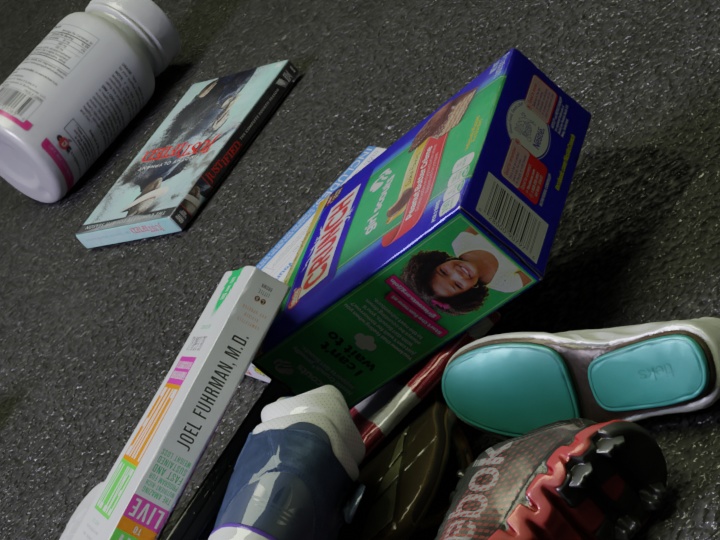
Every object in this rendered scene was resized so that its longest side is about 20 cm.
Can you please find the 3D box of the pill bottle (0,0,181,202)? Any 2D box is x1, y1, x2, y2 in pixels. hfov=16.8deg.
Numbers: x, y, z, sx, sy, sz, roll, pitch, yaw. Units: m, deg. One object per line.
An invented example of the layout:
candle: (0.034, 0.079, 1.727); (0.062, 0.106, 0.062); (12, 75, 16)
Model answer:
pill bottle: (-0.266, -0.171, 2.306); (0.200, 0.113, 0.113); (-50, 26, -22)

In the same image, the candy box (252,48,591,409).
candy box: (0.038, -0.020, 1.518); (0.200, 0.077, 0.169); (-38, 20, 37)

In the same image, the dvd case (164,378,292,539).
dvd case: (-0.098, 0.153, 1.504); (0.143, 0.017, 0.200); (-57, -2, -22)

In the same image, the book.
book: (-0.105, 0.095, 1.464); (0.201, 0.048, 0.134); (-62, 6, -6)

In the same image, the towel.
towel: (0.001, 0.090, 1.529); (0.200, 0.023, 0.144); (-45, 7, -4)

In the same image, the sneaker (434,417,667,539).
sneaker: (0.073, 0.152, 1.325); (0.200, 0.071, 0.098); (-43, 25, -11)

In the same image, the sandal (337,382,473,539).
sandal: (0.035, 0.123, 1.459); (0.082, 0.055, 0.200); (-42, 8, 14)

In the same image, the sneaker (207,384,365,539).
sneaker: (-0.044, 0.148, 1.403); (0.200, 0.080, 0.147); (105, -170, -58)

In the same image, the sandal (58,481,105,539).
sandal: (-0.185, 0.234, 1.592); (0.082, 0.050, 0.203); (-34, 34, 49)

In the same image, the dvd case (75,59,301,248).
dvd case: (-0.151, -0.102, 2.135); (0.146, 0.022, 0.200); (-8, 40, 50)

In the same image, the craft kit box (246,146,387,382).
craft kit box: (0.000, 0.000, 1.722); (0.200, 0.049, 0.197); (-47, 23, -15)

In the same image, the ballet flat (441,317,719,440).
ballet flat: (0.139, 0.060, 1.409); (0.199, 0.070, 0.070); (-10, 37, 42)
